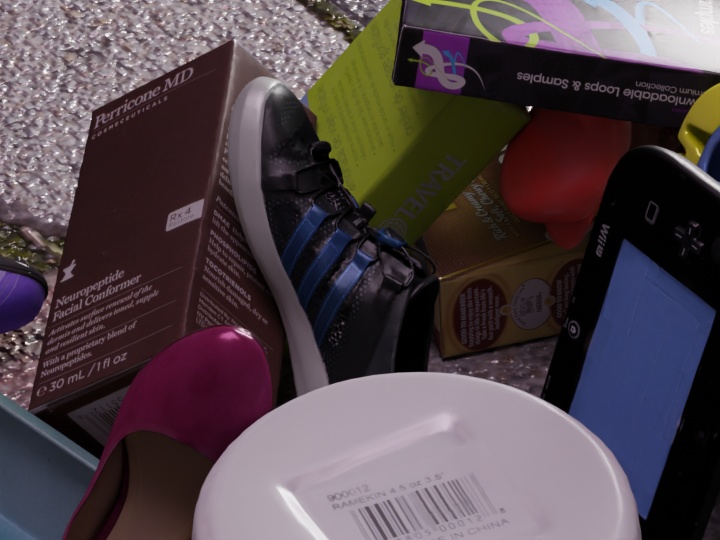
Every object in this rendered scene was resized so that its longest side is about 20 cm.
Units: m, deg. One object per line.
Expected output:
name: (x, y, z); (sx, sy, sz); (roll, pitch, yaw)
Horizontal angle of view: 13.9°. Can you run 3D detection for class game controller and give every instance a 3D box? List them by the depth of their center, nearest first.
game controller: (0.127, 0.047, 1.300); (0.104, 0.201, 0.042); (35, 33, 32)

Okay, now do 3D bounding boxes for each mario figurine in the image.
mario figurine: (0.163, -0.047, 1.449); (0.199, 0.107, 0.123); (-9, -8, -15)

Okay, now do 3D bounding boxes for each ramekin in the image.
ramekin: (0.023, 0.131, 1.196); (0.199, 0.098, 0.201); (-2, 38, 1)

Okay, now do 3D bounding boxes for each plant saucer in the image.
plant saucer: (-0.175, 0.086, 1.382); (0.199, 0.070, 0.019); (29, 30, 36)

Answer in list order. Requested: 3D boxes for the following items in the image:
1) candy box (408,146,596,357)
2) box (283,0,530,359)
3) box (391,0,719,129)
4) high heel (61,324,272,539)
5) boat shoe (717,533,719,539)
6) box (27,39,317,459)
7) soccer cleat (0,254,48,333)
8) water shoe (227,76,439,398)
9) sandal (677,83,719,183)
candy box: (0.119, -0.028, 1.515); (0.199, 0.056, 0.116); (-11, 39, -10)
box: (-0.006, -0.047, 1.481); (0.048, 0.200, 0.122); (31, 24, -29)
box: (0.118, -0.118, 1.409); (0.199, 0.036, 0.143); (10, 30, -2)
high heel: (-0.093, 0.115, 1.240); (0.067, 0.201, 0.096); (24, 34, -2)
boat shoe: (0.198, 0.105, 1.323); (0.072, 0.065, 0.200); (10, 39, 18)
box: (-0.088, -0.005, 1.426); (0.100, 0.075, 0.201); (-24, 39, 30)
soccer cleat: (-0.252, 0.037, 1.466); (0.199, 0.068, 0.074); (-6, 60, -10)
water shoe: (0.000, 0.000, 1.385); (0.079, 0.201, 0.071); (-16, 2, 24)
sandal: (0.161, 0.017, 1.332); (0.079, 0.201, 0.087); (6, 21, -10)
